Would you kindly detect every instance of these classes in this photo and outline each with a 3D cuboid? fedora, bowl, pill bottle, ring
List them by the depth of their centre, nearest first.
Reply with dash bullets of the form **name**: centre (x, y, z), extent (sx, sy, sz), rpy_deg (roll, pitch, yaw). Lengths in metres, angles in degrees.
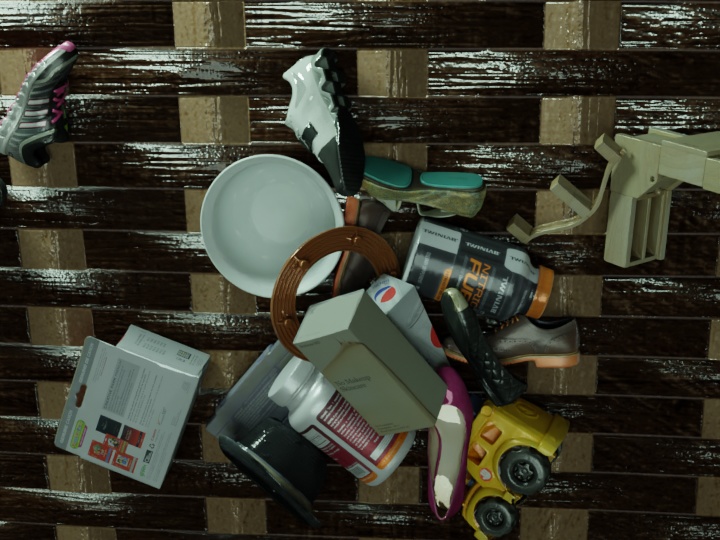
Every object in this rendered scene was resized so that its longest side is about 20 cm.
- **ring**: centre (-0.029, 0.037, 1.532), extent (0.199, 0.019, 0.202), rpy_deg (-12, 116, -26)
- **pill bottle**: centre (0.162, 0.004, 1.548), extent (0.198, 0.106, 0.107), rpy_deg (17, 110, -1)
- **bowl**: centre (-0.115, -0.071, 1.558), extent (0.199, 0.090, 0.203), rpy_deg (2, 110, 6)
- **pill bottle**: centre (-0.028, 0.205, 1.601), extent (0.200, 0.113, 0.113), rpy_deg (39, 108, -9)
- **fedora**: centre (-0.109, 0.280, 1.631), extent (0.200, 0.200, 0.092), rpy_deg (43, 75, -9)

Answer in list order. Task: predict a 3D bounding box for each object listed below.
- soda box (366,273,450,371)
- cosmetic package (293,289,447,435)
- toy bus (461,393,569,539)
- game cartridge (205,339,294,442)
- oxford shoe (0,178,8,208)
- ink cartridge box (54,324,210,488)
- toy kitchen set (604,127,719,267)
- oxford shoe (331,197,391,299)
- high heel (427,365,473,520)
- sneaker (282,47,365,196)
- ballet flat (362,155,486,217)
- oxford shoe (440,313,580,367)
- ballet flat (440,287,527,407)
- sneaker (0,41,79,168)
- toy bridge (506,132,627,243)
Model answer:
- **soda box**: centre (0.065, 0.102, 1.566), extent (0.068, 0.063, 0.201), rpy_deg (-44, 131, -22)
- **cosmetic package**: centre (0.016, 0.125, 1.494), extent (0.103, 0.073, 0.200), rpy_deg (-18, 125, 39)
- **toy bus**: centre (0.178, 0.264, 1.634), extent (0.191, 0.136, 0.201), rpy_deg (33, 112, 8)
- **game cartridge**: centre (-0.127, 0.199, 1.685), extent (0.129, 0.038, 0.200), rpy_deg (40, 108, -4)
- **oxford shoe**: centre (-0.582, -0.046, 1.618), extent (0.072, 0.085, 0.201), rpy_deg (28, 111, -7)
- **ink cartridge box**: centre (-0.340, 0.194, 1.676), extent (0.174, 0.084, 0.201), rpy_deg (22, 110, -3)
- **toy kitchen set**: centre (0.453, -0.086, 1.468), extent (0.162, 0.200, 0.182), rpy_deg (-13, 114, -34)
- **oxford shoe**: centre (0.000, 0.000, 1.584), extent (0.072, 0.071, 0.202), rpy_deg (8, 110, -2)
- **high heel**: centre (0.116, 0.236, 1.542), extent (0.067, 0.096, 0.202), rpy_deg (5, 102, 10)
- **sneaker**: centre (-0.053, -0.187, 1.508), extent (0.088, 0.074, 0.202), rpy_deg (-18, 79, 26)
- **ballet flat**: centre (0.072, -0.108, 1.543), extent (0.198, 0.071, 0.071), rpy_deg (9, 110, 3)
- **oxford shoe**: centre (0.211, 0.094, 1.597), extent (0.198, 0.071, 0.074), rpy_deg (0, 104, 2)
- **ballet flat**: centre (0.164, 0.100, 1.532), extent (0.057, 0.066, 0.201), rpy_deg (-34, 116, -8)
- **sneaker**: centre (-0.427, -0.221, 1.547), extent (0.087, 0.074, 0.200), rpy_deg (36, 114, -7)
- **toy bridge**: centre (0.285, -0.099, 1.508), extent (0.067, 0.027, 0.200), rpy_deg (39, 128, -8)
